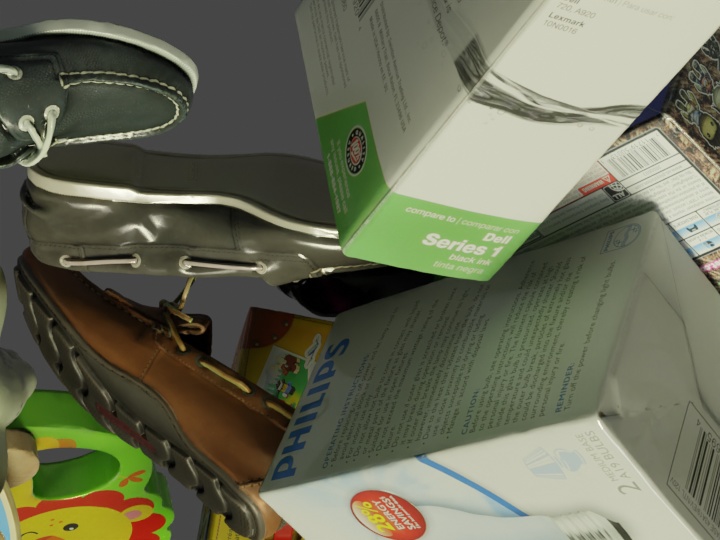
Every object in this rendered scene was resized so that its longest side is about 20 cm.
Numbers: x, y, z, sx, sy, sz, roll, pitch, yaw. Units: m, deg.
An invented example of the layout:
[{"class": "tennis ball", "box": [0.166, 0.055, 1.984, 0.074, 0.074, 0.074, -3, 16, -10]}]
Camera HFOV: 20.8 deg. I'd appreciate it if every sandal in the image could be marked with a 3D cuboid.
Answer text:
[{"class": "sandal", "box": [0.001, 0.000, 1.043, 0.200, 0.048, 0.075, 27, 129, -38]}]

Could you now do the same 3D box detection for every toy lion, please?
[{"class": "toy lion", "box": [-0.191, 0.139, 1.182, 0.191, 0.069, 0.200, 10, 139, -36]}]

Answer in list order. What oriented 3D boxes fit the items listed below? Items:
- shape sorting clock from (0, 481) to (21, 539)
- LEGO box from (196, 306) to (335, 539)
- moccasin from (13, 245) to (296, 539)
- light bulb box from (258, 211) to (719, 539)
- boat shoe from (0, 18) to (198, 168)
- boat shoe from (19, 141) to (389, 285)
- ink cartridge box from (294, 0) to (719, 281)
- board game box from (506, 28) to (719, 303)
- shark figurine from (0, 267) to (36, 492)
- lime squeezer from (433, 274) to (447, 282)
[{"class": "shape sorting clock", "box": [-0.281, 0.126, 1.079, 0.199, 0.039, 0.201, 11, 125, 17]}, {"class": "LEGO box", "box": [-0.048, 0.145, 1.066, 0.077, 0.201, 0.149, 11, 154, -5]}, {"class": "moccasin", "box": [-0.096, 0.048, 0.992, 0.078, 0.201, 0.074, -43, 151, -25]}, {"class": "light bulb box", "box": [0.097, 0.103, 0.925, 0.199, 0.125, 0.198, -19, 124, 40]}, {"class": "boat shoe", "box": [-0.171, -0.074, 0.892, 0.199, 0.061, 0.076, 0, 145, -13]}, {"class": "boat shoe", "box": [-0.067, -0.022, 0.962, 0.199, 0.067, 0.057, 8, 122, 0]}, {"class": "ink cartridge box", "box": [0.060, -0.114, 0.823, 0.084, 0.147, 0.200, 12, 139, -29]}, {"class": "board game box", "box": [0.161, -0.011, 0.940, 0.200, 0.097, 0.159, 43, 138, -21]}, {"class": "shark figurine", "box": [-0.221, 0.029, 0.957, 0.089, 0.129, 0.215, -4, 138, 5]}, {"class": "lime squeezer", "box": [0.056, -0.010, 1.011, 0.038, 0.201, 0.071, -32, -163, -25]}]
